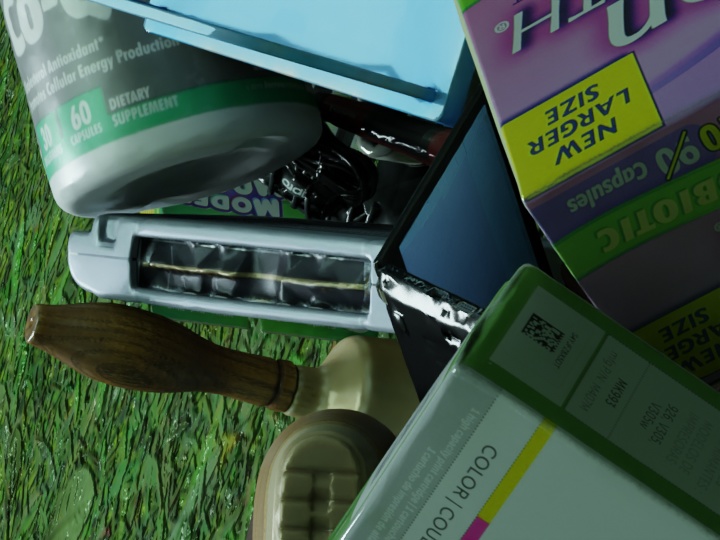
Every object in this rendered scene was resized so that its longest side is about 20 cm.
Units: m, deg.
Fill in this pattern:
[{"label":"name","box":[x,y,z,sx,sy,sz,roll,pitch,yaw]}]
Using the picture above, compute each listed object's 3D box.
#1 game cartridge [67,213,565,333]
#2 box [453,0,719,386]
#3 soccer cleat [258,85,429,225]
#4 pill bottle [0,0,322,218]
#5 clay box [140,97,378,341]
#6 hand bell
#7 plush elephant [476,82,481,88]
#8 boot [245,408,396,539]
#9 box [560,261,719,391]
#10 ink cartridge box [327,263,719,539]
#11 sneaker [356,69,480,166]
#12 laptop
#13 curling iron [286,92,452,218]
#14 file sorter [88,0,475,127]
[{"label":"game cartridge","box":[0.000,0.000,1.040,0.199,0.133,0.041,6,98,41]},{"label":"box","box":[0.123,-0.091,0.788,0.175,0.097,0.200,-28,40,12]},{"label":"soccer cleat","box":[-0.020,-0.049,1.171,0.200,0.081,0.068,55,139,25]},{"label":"pill bottle","box":[-0.093,-0.132,1.068,0.113,0.113,0.201,-32,72,60]},{"label":"clay box","box":[-0.047,-0.055,1.266,0.200,0.114,0.048,-99,22,-44]},{"label":"hand bell","box":[-0.039,0.045,1.073,0.104,0.199,0.104,-46,37,50]},{"label":"plush elephant","box":[0.063,-0.170,1.018,0.200,0.164,0.155,-40,37,48]},{"label":"boot","box":[-0.015,0.149,0.900,0.166,0.072,0.201,63,-143,-80]},{"label":"box","box":[0.134,0.026,0.834,0.200,0.075,0.100,-109,38,-51]},{"label":"ink cartridge box","box":[0.093,0.099,0.714,0.104,0.200,0.059,-58,-3,37]},{"label":"sneaker","box":[0.015,-0.141,1.107,0.074,0.088,0.201,-5,100,41]},{"label":"laptop","box":[0.082,0.056,0.857,0.200,0.103,0.178,25,141,55]},{"label":"curling iron","box":[0.045,-0.035,1.052,0.199,0.026,0.050,13,121,40]},{"label":"file sorter","box":[-0.023,-0.170,0.904,0.138,0.123,0.201,19,95,32]}]
